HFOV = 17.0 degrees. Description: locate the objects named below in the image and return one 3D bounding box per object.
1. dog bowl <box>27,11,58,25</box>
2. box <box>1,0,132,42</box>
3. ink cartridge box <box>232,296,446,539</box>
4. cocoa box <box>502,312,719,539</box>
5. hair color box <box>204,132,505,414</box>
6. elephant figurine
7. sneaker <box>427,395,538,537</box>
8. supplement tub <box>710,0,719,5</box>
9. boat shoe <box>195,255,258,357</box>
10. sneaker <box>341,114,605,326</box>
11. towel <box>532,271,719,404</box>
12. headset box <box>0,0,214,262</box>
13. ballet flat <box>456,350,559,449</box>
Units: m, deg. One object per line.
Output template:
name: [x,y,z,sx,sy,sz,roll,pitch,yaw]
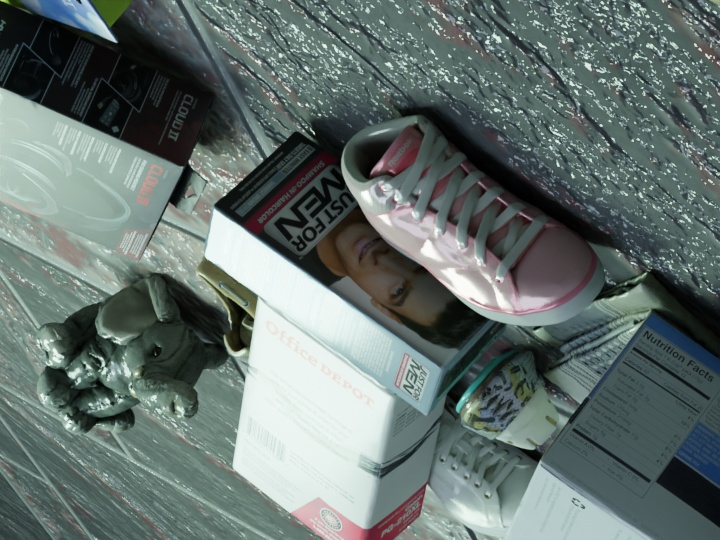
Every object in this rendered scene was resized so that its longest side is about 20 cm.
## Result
dog bowl: [-0.284,-0.145,1.968,0.200,0.074,0.200,36,159,16]
box: [-0.250,-0.240,1.742,0.200,0.048,0.122,22,154,43]
ink cartridge box: [-0.015,0.108,1.895,0.145,0.084,0.200,35,138,24]
cocoa box: [0.188,0.145,1.554,0.133,0.131,0.200,35,158,11]
hair color box: [0.000,0.000,1.682,0.200,0.099,0.061,35,144,14]
elephant figurine: [-0.190,0.080,2.216,0.200,0.156,0.141,-15,164,37]
sneaker: [0.076,0.149,1.933,0.200,0.073,0.085,26,158,39]
supplement tub: [0.128,-0.201,0.989,0.200,0.144,0.145,32,159,23]
boat shoe: [-0.083,0.043,1.994,0.072,0.076,0.200,19,152,45]
sneaker: [0.063,-0.036,1.558,0.200,0.075,0.105,29,163,41]
towel: [0.213,0.090,1.615,0.200,0.035,0.193,44,161,-6]
headset box: [-0.211,-0.099,1.818,0.199,0.077,0.149,25,147,-6]
ballet flat: [0.111,0.094,1.712,0.072,0.072,0.200,39,-178,4]
